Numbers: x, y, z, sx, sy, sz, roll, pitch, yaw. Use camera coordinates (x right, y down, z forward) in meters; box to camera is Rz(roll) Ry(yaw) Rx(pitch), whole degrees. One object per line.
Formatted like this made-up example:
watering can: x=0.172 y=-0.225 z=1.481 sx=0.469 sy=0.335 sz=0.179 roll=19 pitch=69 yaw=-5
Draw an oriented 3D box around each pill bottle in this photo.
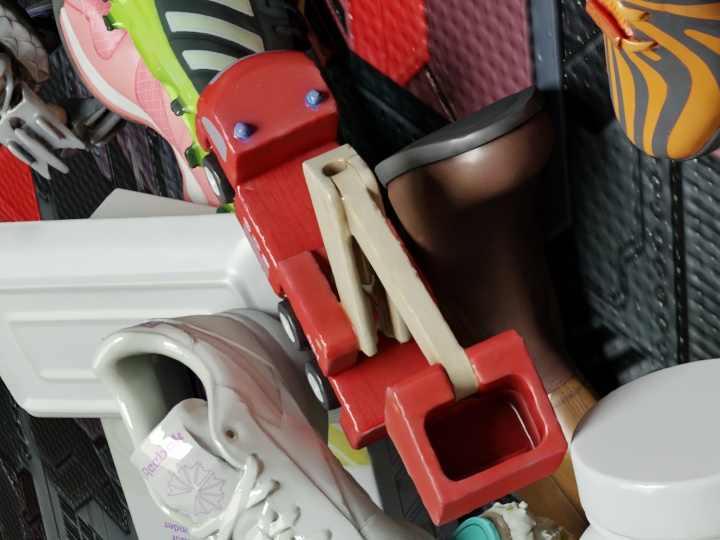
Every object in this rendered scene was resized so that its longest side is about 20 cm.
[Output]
pill bottle: x=0.132 y=0.137 z=0.893 sx=0.112 sy=0.112 sz=0.201 roll=24 pitch=133 yaw=57

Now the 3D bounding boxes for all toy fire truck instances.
toy fire truck: x=0.000 y=0.000 z=0.938 sx=0.201 sy=0.049 sz=0.141 roll=63 pitch=169 yaw=14

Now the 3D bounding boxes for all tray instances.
tray: x=-0.095 y=0.027 z=1.109 sx=0.199 sy=0.022 sz=0.108 roll=-1 pitch=128 yaw=38

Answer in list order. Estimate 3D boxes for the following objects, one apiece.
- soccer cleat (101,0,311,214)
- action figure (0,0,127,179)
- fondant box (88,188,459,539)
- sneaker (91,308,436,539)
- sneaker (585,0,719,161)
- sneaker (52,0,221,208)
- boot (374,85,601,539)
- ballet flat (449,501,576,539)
soccer cleat: x=-0.047 y=-0.085 z=1.089 sx=0.200 sy=0.081 sz=0.068 roll=58 pitch=168 yaw=17
action figure: x=-0.160 y=-0.116 z=1.223 sx=0.130 sy=0.069 sz=0.200 roll=57 pitch=-168 yaw=-18
fondant box: x=-0.041 y=0.068 z=1.170 sx=0.144 sy=0.058 sz=0.201 roll=11 pitch=135 yaw=28
sneaker: x=-0.034 y=0.097 z=0.979 sx=0.075 sy=0.099 sz=0.200 roll=-51 pitch=58 yaw=23
sneaker: x=0.068 y=-0.103 z=0.789 sx=0.078 sy=0.112 sz=0.201 roll=45 pitch=150 yaw=39
sneaker: x=-0.059 y=-0.079 z=1.164 sx=0.201 sy=0.074 sz=0.087 roll=58 pitch=148 yaw=0
boot: x=0.071 y=0.044 z=0.989 sx=0.201 sy=0.068 sz=0.188 roll=61 pitch=156 yaw=9
ballet flat: x=0.069 y=0.178 z=0.956 sx=0.076 sy=0.064 sz=0.201 roll=-36 pitch=46 yaw=49
